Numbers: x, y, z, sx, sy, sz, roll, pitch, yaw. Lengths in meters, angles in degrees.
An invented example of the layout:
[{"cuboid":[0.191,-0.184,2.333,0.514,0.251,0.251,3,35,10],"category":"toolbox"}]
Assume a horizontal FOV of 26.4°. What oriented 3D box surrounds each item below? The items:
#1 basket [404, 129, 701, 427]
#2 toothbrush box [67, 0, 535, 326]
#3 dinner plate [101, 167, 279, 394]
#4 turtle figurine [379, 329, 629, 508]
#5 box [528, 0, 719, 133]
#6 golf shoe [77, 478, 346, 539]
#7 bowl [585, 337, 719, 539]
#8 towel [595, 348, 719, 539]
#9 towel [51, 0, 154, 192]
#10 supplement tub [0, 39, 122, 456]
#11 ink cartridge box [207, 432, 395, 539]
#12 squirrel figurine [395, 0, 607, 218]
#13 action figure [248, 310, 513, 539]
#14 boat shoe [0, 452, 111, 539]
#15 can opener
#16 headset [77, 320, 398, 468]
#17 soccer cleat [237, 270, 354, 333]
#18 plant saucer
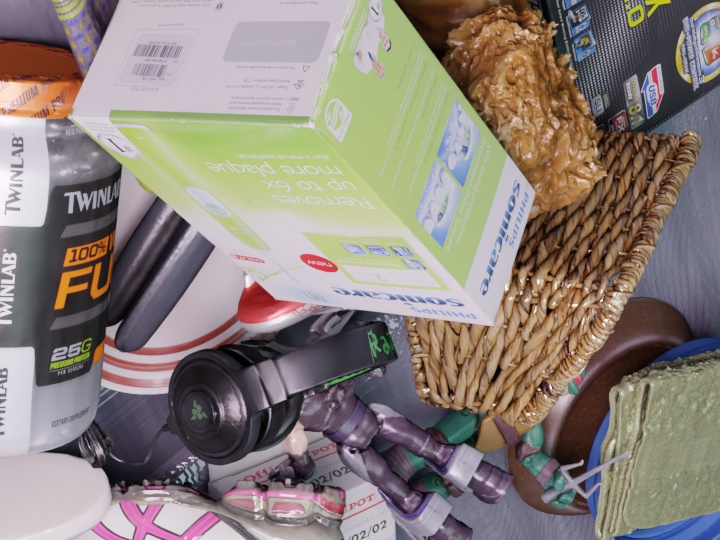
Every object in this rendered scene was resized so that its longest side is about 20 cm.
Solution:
[{"cuboid":[0.131,0.009,0.993,0.200,0.148,0.143,-56,145,-48],"category":"basket"},{"cuboid":[-0.022,-0.057,0.765,0.200,0.145,0.087,44,59,-51],"category":"toothbrush box"},{"cuboid":[-0.110,-0.016,0.942,0.199,0.024,0.201,-17,123,-28],"category":"dinner plate"},{"cuboid":[0.109,0.116,1.126,0.199,0.101,0.150,-34,124,1],"category":"turtle figurine"},{"cuboid":[0.182,-0.189,1.041,0.160,0.044,0.201,-32,130,-17],"category":"box"},{"cuboid":[-0.107,0.174,0.947,0.073,0.199,0.093,30,60,-70],"category":"golf shoe"},{"cuboid":[0.266,0.145,1.252,0.200,0.039,0.202,-18,125,-28],"category":"bowl"},{"cuboid":[0.264,0.126,1.188,0.199,0.036,0.149,-10,120,-31],"category":"towel"},{"cuboid":[-0.125,-0.156,0.781,0.023,0.144,0.201,-7,126,12],"category":"towel"},{"cuboid":[-0.191,-0.014,0.811,0.122,0.122,0.201,-4,113,-34],"category":"supplement tub"},{"cuboid":[-0.039,0.190,1.081,0.115,0.068,0.201,-20,125,-26],"category":"ink cartridge box"},{"cuboid":[0.069,-0.134,0.884,0.141,0.200,0.187,-23,138,-16],"category":"squirrel figurine"},{"cuboid":[0.000,0.108,1.008,0.200,0.069,0.130,40,78,-15],"category":"action figure"},{"cuboid":[-0.242,0.171,0.911,0.199,0.072,0.069,-21,134,-16],"category":"boat shoe"},{"cuboid":[-0.091,-0.039,0.884,0.078,0.063,0.201,27,97,-42],"category":"can opener"},{"cuboid":[-0.078,0.064,0.902,0.199,0.094,0.123,-23,175,9],"category":"headset"},{"cuboid":[0.000,0.000,0.967,0.200,0.068,0.086,-40,124,-43],"category":"soccer cleat"},{"cuboid":[0.207,0.120,1.244,0.199,0.034,0.201,-18,125,-28],"category":"plant saucer"}]
